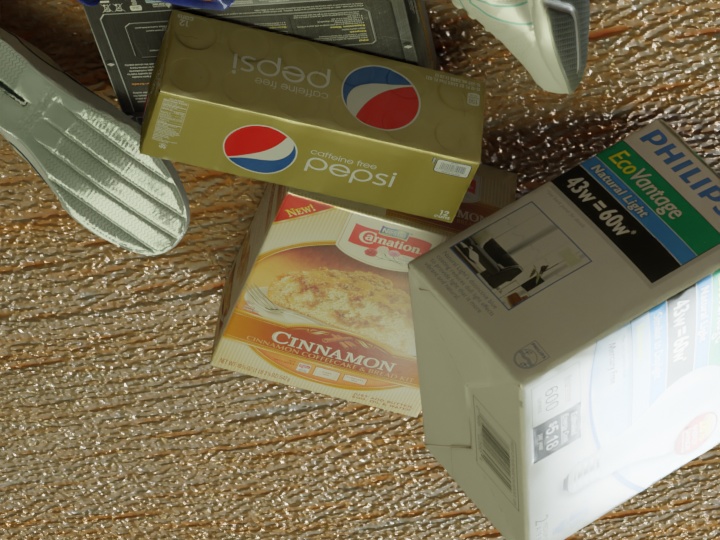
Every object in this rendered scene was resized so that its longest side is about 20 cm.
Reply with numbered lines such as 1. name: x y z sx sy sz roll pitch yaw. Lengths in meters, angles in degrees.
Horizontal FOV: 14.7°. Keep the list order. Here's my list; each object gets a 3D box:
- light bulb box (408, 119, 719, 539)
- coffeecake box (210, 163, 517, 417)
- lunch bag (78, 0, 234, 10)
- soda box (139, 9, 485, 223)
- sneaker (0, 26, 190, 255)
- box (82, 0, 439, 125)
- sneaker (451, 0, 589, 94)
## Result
1. light bulb box: 0.149 0.045 1.780 0.200 0.125 0.198 -30 145 -17
2. coffeecake box: 0.000 0.000 1.872 0.153 0.073 0.200 15 141 -9
3. lunch bag: -0.158 -0.233 1.545 0.170 0.124 0.200 40 167 -36
4. soda box: -0.029 -0.093 1.684 0.200 0.068 0.064 13 143 -9
5. sneaker: -0.184 -0.092 1.756 0.200 0.071 0.073 44 101 -8
6. box: -0.059 -0.143 1.720 0.200 0.048 0.159 -3 143 12
7. sneaker: 0.076 -0.182 1.645 0.080 0.071 0.200 -6 135 30
